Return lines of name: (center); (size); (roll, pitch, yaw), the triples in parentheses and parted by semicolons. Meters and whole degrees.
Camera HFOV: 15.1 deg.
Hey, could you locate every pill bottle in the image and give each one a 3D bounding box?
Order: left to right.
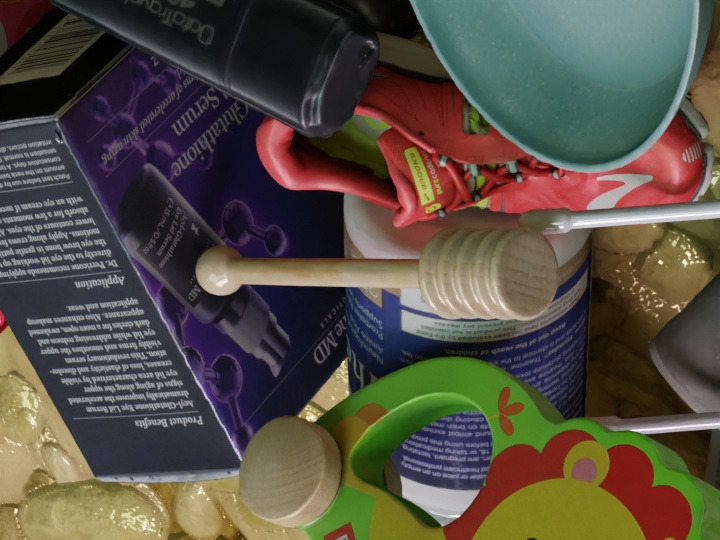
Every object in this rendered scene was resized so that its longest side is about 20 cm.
pill bottle: (0.049, 0.038, 1.239); (0.111, 0.111, 0.200); (20, 135, 23)

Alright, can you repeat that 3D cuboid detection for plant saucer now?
plant saucer: (0.076, -0.137, 1.028); (0.200, 0.036, 0.200); (39, 140, 44)

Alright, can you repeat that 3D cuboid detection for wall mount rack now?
wall mount rack: (0.158, 0.035, 1.082); (0.174, 0.075, 0.200); (27, 144, 43)

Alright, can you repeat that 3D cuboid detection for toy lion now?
toy lion: (0.059, 0.121, 1.115); (0.192, 0.200, 0.069); (-31, 147, 22)

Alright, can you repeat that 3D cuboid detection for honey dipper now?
honey dipper: (0.000, 0.000, 1.140); (0.200, 0.038, 0.038); (1, 126, 49)

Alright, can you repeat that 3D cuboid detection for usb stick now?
usb stick: (-0.069, -0.112, 1.158); (0.200, 0.033, 0.056); (29, 101, 40)

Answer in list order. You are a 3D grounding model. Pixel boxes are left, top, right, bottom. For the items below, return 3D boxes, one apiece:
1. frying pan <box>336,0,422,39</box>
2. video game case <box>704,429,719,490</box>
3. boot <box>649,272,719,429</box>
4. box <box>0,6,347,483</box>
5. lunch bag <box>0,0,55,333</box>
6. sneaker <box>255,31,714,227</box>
frying pan: (-0.057, -0.149, 1.182); (0.190, 0.031, 0.115); (32, 162, -11)
video game case: (0.225, 0.124, 1.252); (0.143, 0.017, 0.200); (21, 136, 21)
boot: (0.182, -0.021, 1.116); (0.182, 0.073, 0.200); (43, 140, 0)
box: (-0.092, -0.022, 1.270); (0.104, 0.148, 0.200); (-6, 122, 40)
lunch bag: (-0.211, -0.067, 1.298); (0.082, 0.176, 0.200); (4, 128, 35)
sneaker: (0.047, -0.044, 1.122); (0.200, 0.085, 0.077); (7, 123, 29)
